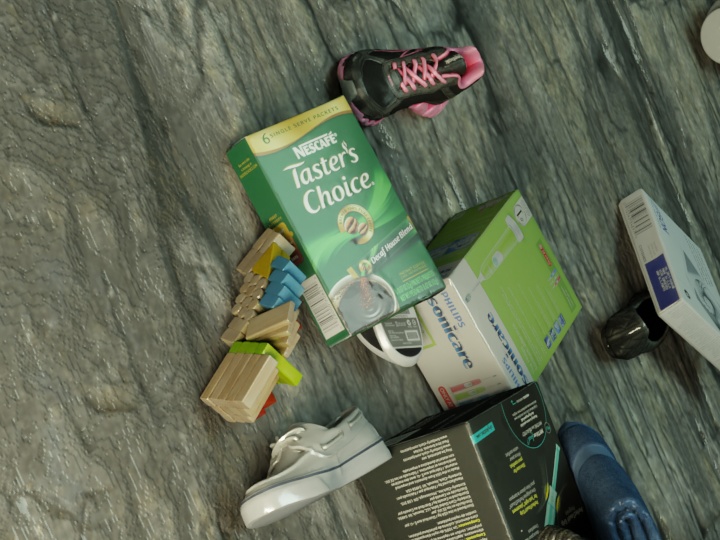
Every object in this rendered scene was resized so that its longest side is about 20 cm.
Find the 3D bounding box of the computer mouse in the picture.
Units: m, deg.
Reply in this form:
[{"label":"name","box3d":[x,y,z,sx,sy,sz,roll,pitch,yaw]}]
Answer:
[{"label":"computer mouse","box3d":[0.000,0.000,1.708,0.110,0.044,0.201,3,65,-56]}]

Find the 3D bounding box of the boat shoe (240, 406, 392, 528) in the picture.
[{"label":"boat shoe","box3d":[-0.047,0.160,1.535,0.065,0.073,0.200,61,25,6]}]

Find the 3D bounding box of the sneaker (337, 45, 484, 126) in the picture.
[{"label":"sneaker","box3d":[0.055,-0.196,1.848,0.200,0.095,0.079,-17,88,-56]}]

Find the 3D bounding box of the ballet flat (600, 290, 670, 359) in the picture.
[{"label":"ballet flat","box3d":[0.331,0.062,2.127,0.067,0.057,0.200,65,27,-1]}]

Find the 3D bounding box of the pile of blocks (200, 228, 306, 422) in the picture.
[{"label":"pile of blocks","box3d":[-0.068,0.051,1.543,0.062,0.082,0.200,44,40,-32]}]

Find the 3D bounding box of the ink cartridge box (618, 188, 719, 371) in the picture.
[{"label":"ink cartridge box","box3d":[0.397,0.026,2.217,0.200,0.041,0.200,40,26,-38]}]

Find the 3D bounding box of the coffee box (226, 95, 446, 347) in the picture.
[{"label":"coffee box","box3d":[-0.021,-0.045,1.644,0.123,0.044,0.200,-25,85,-35]}]

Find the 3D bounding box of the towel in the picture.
[{"label":"towel","box3d":[0.230,0.214,1.689,0.200,0.048,0.112,-111,180,-71]}]

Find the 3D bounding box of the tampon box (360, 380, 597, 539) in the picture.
[{"label":"tampon box","box3d":[0.112,0.226,1.662,0.150,0.126,0.201,-21,90,-59]}]

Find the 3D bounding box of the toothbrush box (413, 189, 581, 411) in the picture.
[{"label":"toothbrush box","box3d":[0.124,0.034,1.824,0.146,0.086,0.200,59,33,-14]}]

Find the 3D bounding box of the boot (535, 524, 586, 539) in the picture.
[{"label":"boot","box3d":[0.118,0.280,1.530,0.079,0.211,0.158,34,75,-47]}]

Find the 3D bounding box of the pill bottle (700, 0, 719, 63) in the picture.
[{"label":"pill bottle","box3d":[0.555,-0.347,2.634,0.200,0.111,0.111,-27,94,-57]}]
